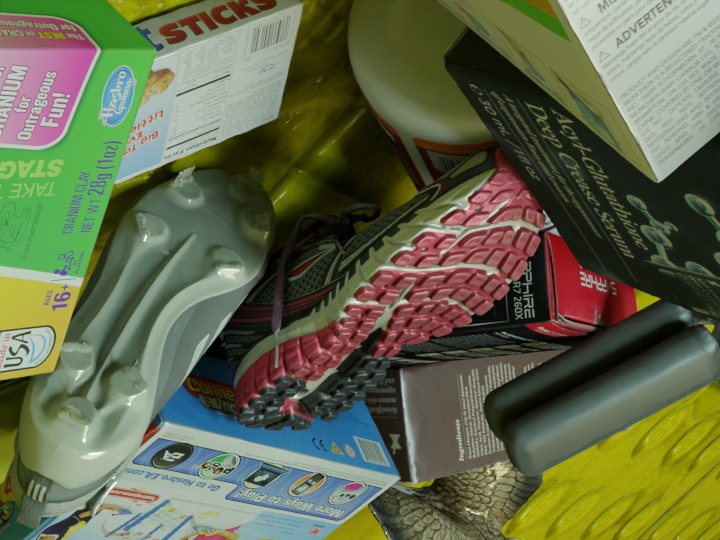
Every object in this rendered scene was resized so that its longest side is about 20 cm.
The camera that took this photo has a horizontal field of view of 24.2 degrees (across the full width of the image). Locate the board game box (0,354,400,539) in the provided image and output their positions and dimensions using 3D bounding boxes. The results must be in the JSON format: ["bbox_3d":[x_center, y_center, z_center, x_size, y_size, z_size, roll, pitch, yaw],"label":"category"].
[{"bbox_3d":[-0.113,0.131,0.906,0.196,0.056,0.200,-39,147,21],"label":"board game box"}]

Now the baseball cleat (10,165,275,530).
[{"bbox_3d":[-0.106,0.033,0.763,0.107,0.070,0.200,-57,178,43],"label":"baseball cleat"}]

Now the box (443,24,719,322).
[{"bbox_3d":[0.159,-0.053,0.654,0.107,0.200,0.148,-53,133,-13],"label":"box"}]

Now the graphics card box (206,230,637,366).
[{"bbox_3d":[0.032,0.021,0.888,0.200,0.051,0.125,-9,170,27],"label":"graphics card box"}]

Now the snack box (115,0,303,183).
[{"bbox_3d":[-0.113,-0.062,0.695,0.200,0.024,0.072,-26,152,-31],"label":"snack box"}]

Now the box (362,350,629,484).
[{"bbox_3d":[0.067,0.081,1.055,0.200,0.075,0.100,-10,-176,-42],"label":"box"}]

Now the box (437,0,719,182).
[{"bbox_3d":[0.074,-0.141,0.602,0.112,0.200,0.101,-39,132,0],"label":"box"}]

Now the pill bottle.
[{"bbox_3d":[0.069,-0.080,0.829,0.113,0.113,0.200,-40,157,-2],"label":"pill bottle"}]

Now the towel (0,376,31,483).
[{"bbox_3d":[-0.231,0.100,0.713,0.200,0.018,0.086,-21,155,-40],"label":"towel"}]

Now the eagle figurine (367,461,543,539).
[{"bbox_3d":[0.062,0.167,1.187,0.151,0.152,0.200,-12,154,-13],"label":"eagle figurine"}]

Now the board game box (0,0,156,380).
[{"bbox_3d":[-0.182,-0.022,0.589,0.200,0.040,0.153,-8,130,-43],"label":"board game box"}]

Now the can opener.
[{"bbox_3d":[0.151,0.028,0.821,0.200,0.053,0.067,-31,125,1],"label":"can opener"}]

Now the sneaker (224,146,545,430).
[{"bbox_3d":[0.000,0.000,0.777,0.081,0.075,0.200,12,142,-44],"label":"sneaker"}]
